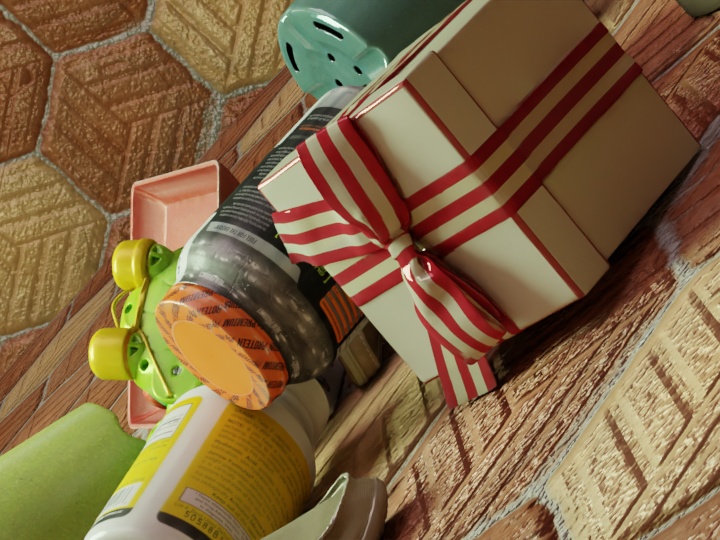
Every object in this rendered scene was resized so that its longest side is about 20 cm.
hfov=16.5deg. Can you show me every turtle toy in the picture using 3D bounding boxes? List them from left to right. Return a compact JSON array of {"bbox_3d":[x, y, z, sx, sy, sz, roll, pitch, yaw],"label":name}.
[{"bbox_3d":[-0.112,0.064,1.776,0.145,0.101,0.201,1,58,18],"label":"turtle toy"}]

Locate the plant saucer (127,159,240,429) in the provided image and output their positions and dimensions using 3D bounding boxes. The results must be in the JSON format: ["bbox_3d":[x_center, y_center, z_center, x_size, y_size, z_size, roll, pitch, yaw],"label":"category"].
[{"bbox_3d":[-0.132,0.023,1.941,0.200,0.036,0.201,171,100,-66],"label":"plant saucer"}]

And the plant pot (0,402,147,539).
[{"bbox_3d":[-0.226,0.202,1.813,0.184,0.201,0.200,-40,6,-24],"label":"plant pot"}]

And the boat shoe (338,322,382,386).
[{"bbox_3d":[0.000,0.000,1.810,0.065,0.072,0.201,-19,39,9],"label":"boat shoe"}]

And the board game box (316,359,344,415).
[{"bbox_3d":[-0.064,0.098,1.881,0.126,0.035,0.200,-44,11,18],"label":"board game box"}]

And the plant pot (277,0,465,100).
[{"bbox_3d":[0.047,-0.217,2.061,0.196,0.200,0.200,-45,8,-23],"label":"plant pot"}]

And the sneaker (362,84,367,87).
[{"bbox_3d":[-0.003,-0.096,2.004,0.114,0.076,0.199,-52,14,4],"label":"sneaker"}]

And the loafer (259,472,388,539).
[{"bbox_3d":[-0.063,0.189,1.438,0.200,0.068,0.076,-48,10,-1],"label":"loafer"}]

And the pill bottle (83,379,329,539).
[{"bbox_3d":[-0.094,0.144,1.618,0.111,0.111,0.200,-38,14,44],"label":"pill bottle"}]

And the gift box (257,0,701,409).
[{"bbox_3d":[0.063,-0.044,1.494,0.187,0.185,0.200,-46,4,-41],"label":"gift box"}]

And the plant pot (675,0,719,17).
[{"bbox_3d":[0.238,-0.307,1.734,0.200,0.173,0.200,-47,10,11],"label":"plant pot"}]

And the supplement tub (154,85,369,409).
[{"bbox_3d":[-0.034,-0.014,1.608,0.200,0.123,0.122,-48,9,-25],"label":"supplement tub"}]
